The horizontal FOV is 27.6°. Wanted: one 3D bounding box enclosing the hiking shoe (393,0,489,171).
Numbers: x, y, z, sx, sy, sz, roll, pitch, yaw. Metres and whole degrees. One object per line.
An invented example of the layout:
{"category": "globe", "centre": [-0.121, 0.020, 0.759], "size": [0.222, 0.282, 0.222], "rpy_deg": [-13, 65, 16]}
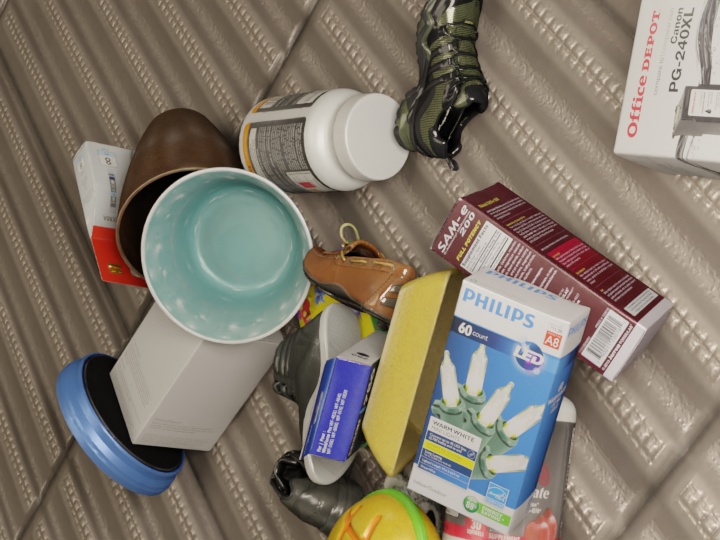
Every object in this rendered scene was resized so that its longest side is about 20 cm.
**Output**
{"category": "hiking shoe", "centre": [0.106, -0.210, 1.541], "size": [0.100, 0.075, 0.202], "rpy_deg": [30, 114, 41]}

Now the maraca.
{"category": "maraca", "centre": [0.009, 0.290, 1.391], "size": [0.200, 0.106, 0.138], "rpy_deg": [-50, 42, 43]}

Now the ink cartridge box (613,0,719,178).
{"category": "ink cartridge box", "centre": [0.321, -0.154, 1.238], "size": [0.199, 0.083, 0.147], "rpy_deg": [11, 90, 51]}

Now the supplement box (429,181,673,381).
{"category": "supplement box", "centre": [0.171, 0.006, 1.300], "size": [0.199, 0.109, 0.061], "rpy_deg": [37, 113, 15]}

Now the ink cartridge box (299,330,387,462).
{"category": "ink cartridge box", "centre": [-0.004, 0.122, 1.417], "size": [0.039, 0.200, 0.101], "rpy_deg": [17, 101, 13]}

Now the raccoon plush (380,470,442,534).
{"category": "raccoon plush", "centre": [0.010, 0.269, 1.528], "size": [0.199, 0.096, 0.136], "rpy_deg": [5, 78, 52]}

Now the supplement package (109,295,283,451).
{"category": "supplement package", "centre": [-0.202, 0.109, 1.798], "size": [0.201, 0.119, 0.122], "rpy_deg": [-53, 44, 29]}

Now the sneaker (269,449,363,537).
{"category": "sneaker", "centre": [-0.054, 0.220, 1.577], "size": [0.077, 0.090, 0.200], "rpy_deg": [-62, 12, 2]}

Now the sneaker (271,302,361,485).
{"category": "sneaker", "centre": [-0.050, 0.142, 1.561], "size": [0.099, 0.070, 0.202], "rpy_deg": [-30, 47, 45]}

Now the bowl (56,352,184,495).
{"category": "bowl", "centre": [-0.297, 0.189, 1.843], "size": [0.039, 0.200, 0.202], "rpy_deg": [-39, 51, 15]}

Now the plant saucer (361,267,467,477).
{"category": "plant saucer", "centre": [0.055, 0.086, 1.433], "size": [0.048, 0.200, 0.202], "rpy_deg": [17, 96, 11]}

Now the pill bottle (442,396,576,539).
{"category": "pill bottle", "centre": [0.142, 0.167, 1.364], "size": [0.110, 0.110, 0.203], "rpy_deg": [4, 85, 51]}

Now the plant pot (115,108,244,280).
{"category": "plant pot", "centre": [-0.222, -0.111, 1.849], "size": [0.188, 0.185, 0.201], "rpy_deg": [-53, 32, 28]}

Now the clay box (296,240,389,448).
{"category": "clay box", "centre": [-0.007, 0.083, 1.620], "size": [0.115, 0.047, 0.202], "rpy_deg": [-44, 50, 36]}

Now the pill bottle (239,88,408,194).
{"category": "pill bottle", "centre": [-0.041, -0.146, 1.661], "size": [0.199, 0.115, 0.118], "rpy_deg": [2, 83, 51]}

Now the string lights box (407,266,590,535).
{"category": "string lights box", "centre": [0.117, 0.111, 1.258], "size": [0.102, 0.059, 0.202], "rpy_deg": [21, 111, 22]}

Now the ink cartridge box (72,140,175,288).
{"category": "ink cartridge box", "centre": [-0.280, -0.068, 1.905], "size": [0.047, 0.159, 0.201], "rpy_deg": [-46, 49, 35]}

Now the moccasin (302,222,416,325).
{"category": "moccasin", "centre": [-0.001, -0.001, 1.533], "size": [0.078, 0.073, 0.201], "rpy_deg": [-63, 22, -3]}

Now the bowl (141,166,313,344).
{"category": "bowl", "centre": [-0.143, -0.025, 1.682], "size": [0.105, 0.199, 0.203], "rpy_deg": [-55, -12, -76]}
